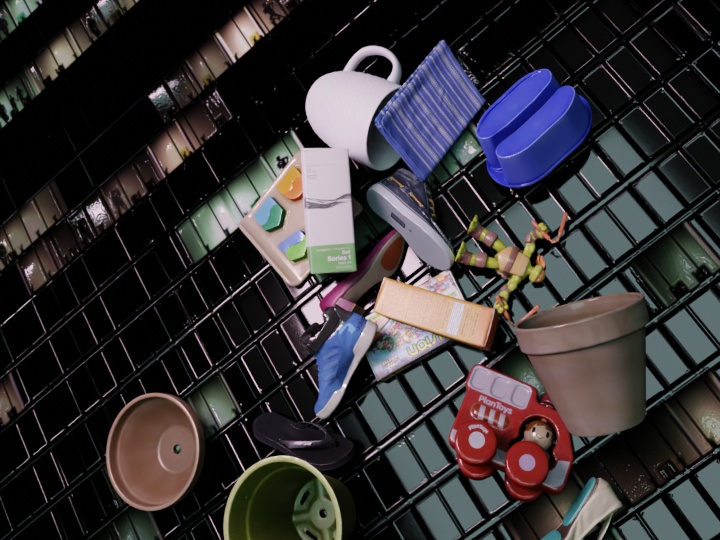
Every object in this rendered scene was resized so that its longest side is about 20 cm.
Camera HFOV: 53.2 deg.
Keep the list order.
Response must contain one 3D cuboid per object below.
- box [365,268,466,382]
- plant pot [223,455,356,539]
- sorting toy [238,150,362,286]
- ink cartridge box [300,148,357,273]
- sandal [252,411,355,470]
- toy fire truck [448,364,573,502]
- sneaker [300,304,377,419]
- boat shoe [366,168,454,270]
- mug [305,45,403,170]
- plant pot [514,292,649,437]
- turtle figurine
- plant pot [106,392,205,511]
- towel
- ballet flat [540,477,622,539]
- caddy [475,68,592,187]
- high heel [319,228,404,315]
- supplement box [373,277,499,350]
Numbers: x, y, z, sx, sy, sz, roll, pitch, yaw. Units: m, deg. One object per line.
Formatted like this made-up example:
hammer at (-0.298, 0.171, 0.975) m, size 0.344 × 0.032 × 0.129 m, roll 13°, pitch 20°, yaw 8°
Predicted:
box at (0.095, 0.096, 1.239) m, size 0.197 × 0.035 × 0.112 m, roll -31°, pitch 71°, yaw 11°
plant pot at (-0.089, 0.402, 1.158) m, size 0.195 × 0.190 × 0.206 m, roll -4°, pitch 77°, yaw 18°
sorting toy at (-0.118, -0.103, 1.355) m, size 0.200 × 0.036 × 0.185 m, roll -47°, pitch 68°, yaw 5°
ink cartridge box at (-0.056, -0.102, 1.237) m, size 0.082 × 0.146 × 0.206 m, roll -4°, pitch 94°, yaw -5°
sandal at (-0.104, 0.290, 1.244) m, size 0.195 × 0.076 × 0.044 m, roll 12°, pitch 126°, yaw 21°
toy fire truck at (0.240, 0.252, 1.126) m, size 0.196 × 0.113 × 0.171 m, roll 19°, pitch 67°, yaw 21°
sneaker at (-0.059, 0.151, 1.226) m, size 0.109 × 0.077 × 0.203 m, roll 27°, pitch 114°, yaw -1°
boat shoe at (0.107, -0.096, 1.246) m, size 0.090 × 0.071 × 0.200 m, roll -37°, pitch 74°, yaw -28°
mug at (0.002, -0.305, 1.293) m, size 0.173 × 0.147 × 0.204 m, roll 28°, pitch 94°, yaw 31°
plant pot at (0.345, 0.144, 1.072) m, size 0.195 × 0.200 × 0.178 m, roll -15°, pitch 90°, yaw 15°
turtle figurine at (0.248, -0.027, 1.193) m, size 0.158 × 0.064 × 0.204 m, roll 26°, pitch 92°, yaw 9°
plant pot at (-0.359, 0.331, 1.321) m, size 0.195 × 0.093 × 0.207 m, roll -4°, pitch 77°, yaw 19°
towel at (0.124, -0.273, 1.240) m, size 0.201 × 0.145 × 0.024 m, roll -52°, pitch 28°, yaw -12°
ballet flat at (0.319, 0.406, 1.084) m, size 0.069 × 0.069 × 0.201 m, roll 41°, pitch 94°, yaw 22°
caddy at (0.290, -0.232, 1.204) m, size 0.199 × 0.105 × 0.142 m, roll -41°, pitch 45°, yaw 7°
high heel at (0.000, 0.000, 1.284) m, size 0.095 × 0.067 × 0.202 m, roll 25°, pitch 75°, yaw 45°
supplement box at (0.124, 0.070, 1.180) m, size 0.195 × 0.066 × 0.071 m, roll 14°, pitch 84°, yaw 21°
